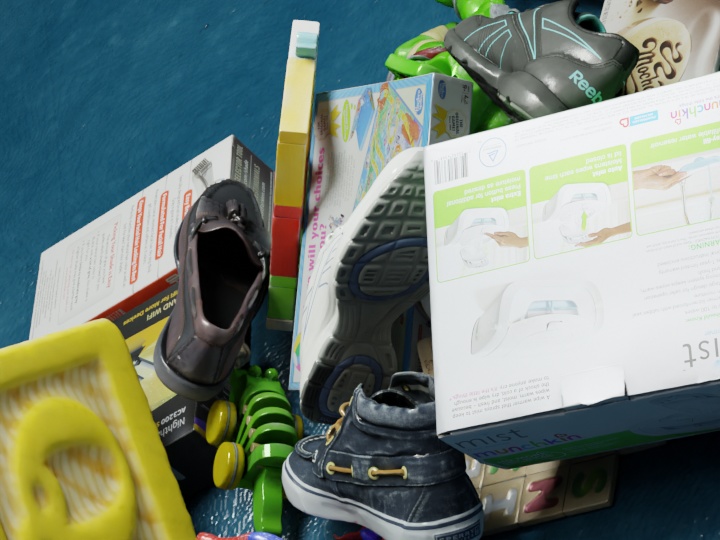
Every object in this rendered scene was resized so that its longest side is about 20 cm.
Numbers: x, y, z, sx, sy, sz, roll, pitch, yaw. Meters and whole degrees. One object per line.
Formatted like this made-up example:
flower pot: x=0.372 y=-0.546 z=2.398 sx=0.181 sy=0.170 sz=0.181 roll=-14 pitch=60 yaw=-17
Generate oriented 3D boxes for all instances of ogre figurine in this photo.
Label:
ogre figurine: x=0.048 y=-0.117 z=1.656 sx=0.200 sy=0.098 sz=0.120 roll=-42 pitch=21 yaw=-11

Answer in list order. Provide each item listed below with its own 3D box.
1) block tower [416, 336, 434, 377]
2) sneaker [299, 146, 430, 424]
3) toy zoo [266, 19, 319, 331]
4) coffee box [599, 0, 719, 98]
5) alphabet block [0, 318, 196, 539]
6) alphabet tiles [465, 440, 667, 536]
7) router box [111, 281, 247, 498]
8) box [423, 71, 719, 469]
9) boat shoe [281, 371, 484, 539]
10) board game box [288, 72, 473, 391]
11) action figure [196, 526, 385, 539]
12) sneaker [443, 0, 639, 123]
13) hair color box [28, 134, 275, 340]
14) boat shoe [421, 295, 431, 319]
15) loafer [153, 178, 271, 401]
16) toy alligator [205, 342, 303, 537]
block tower: x=0.130 y=0.019 z=1.451 sx=0.199 sy=0.058 sz=0.054 roll=-36 pitch=35 yaw=16
sneaker: x=0.000 y=0.000 z=1.478 sx=0.087 sy=0.074 sz=0.201 roll=-109 pitch=35 yaw=-45
toy zoo: x=-0.045 y=-0.077 z=1.652 sx=0.020 sy=0.201 sz=0.132 roll=5 pitch=40 yaw=0
coffee box: x=0.208 y=-0.135 z=1.500 sx=0.113 sy=0.080 sz=0.201 roll=-15 pitch=46 yaw=44
alphabet block: x=-0.250 y=0.166 z=1.569 sx=0.199 sy=0.198 sz=0.195 roll=-23 pitch=-1 yaw=33
alphabet tiles: x=0.108 y=0.083 z=1.466 sx=0.199 sy=0.006 sz=0.167 roll=-19 pitch=44 yaw=38
router box: x=-0.171 y=0.108 z=1.721 sx=0.199 sy=0.052 sz=0.158 roll=-31 pitch=38 yaw=26
box: x=0.143 y=0.003 z=1.347 sx=0.199 sy=0.097 sz=0.178 roll=-14 pitch=68 yaw=27
boat shoe: x=0.009 y=0.102 z=1.444 sx=0.070 sy=0.092 sz=0.200 roll=-14 pitch=13 yaw=-26
board game box: x=0.012 y=-0.020 z=1.569 sx=0.134 sy=0.034 sz=0.202 roll=-3 pitch=80 yaw=54
action figure: x=-0.016 y=0.185 z=1.471 sx=0.199 sy=0.052 sz=0.066 roll=-7 pitch=57 yaw=39
sneaker: x=0.114 y=-0.127 z=1.490 sx=0.079 sy=0.075 sz=0.200 roll=-46 pitch=25 yaw=3
hair color box: x=-0.152 y=-0.002 z=1.801 sx=0.199 sy=0.064 sz=0.111 roll=-30 pitch=38 yaw=28
boat shoe: x=0.107 y=-0.045 z=1.517 sx=0.071 sy=0.072 sz=0.200 roll=0 pitch=46 yaw=46
loafer: x=-0.090 y=0.001 z=1.633 sx=0.201 sy=0.071 sz=0.063 roll=-80 pitch=17 yaw=-48
toy alligator: x=-0.067 y=0.091 z=1.595 sx=0.201 sy=0.059 sz=0.054 roll=-104 pitch=33 yaw=-51
